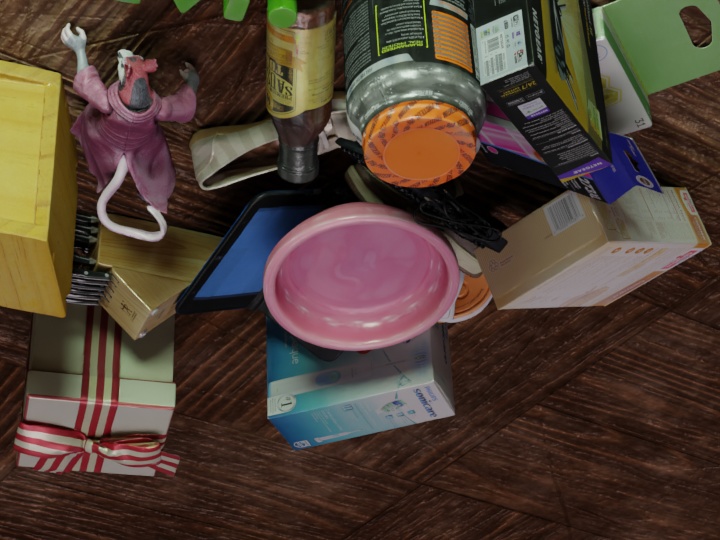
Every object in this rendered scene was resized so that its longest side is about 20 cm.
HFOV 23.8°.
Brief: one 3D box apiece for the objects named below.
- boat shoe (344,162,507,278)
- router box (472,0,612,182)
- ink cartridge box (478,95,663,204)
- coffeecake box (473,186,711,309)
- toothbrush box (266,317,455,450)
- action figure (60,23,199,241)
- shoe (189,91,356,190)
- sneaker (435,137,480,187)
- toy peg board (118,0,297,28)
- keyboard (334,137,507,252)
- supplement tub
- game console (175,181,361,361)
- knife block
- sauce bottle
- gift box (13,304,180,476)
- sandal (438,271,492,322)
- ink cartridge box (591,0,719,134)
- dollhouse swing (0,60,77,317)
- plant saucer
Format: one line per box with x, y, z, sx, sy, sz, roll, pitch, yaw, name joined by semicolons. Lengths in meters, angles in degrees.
0.073;-0.071;1.776;0.202;0.075;0.075;31;108;-35;boat shoe
0.153;-0.200;1.467;0.052;0.200;0.157;-20;143;24;router box
0.189;-0.115;1.638;0.200;0.037;0.095;20;161;39;ink cartridge box
0.244;-0.024;1.776;0.153;0.073;0.200;-34;158;36;coffeecake box
-0.001;0.105;1.941;0.200;0.147;0.085;-13;144;15;toothbrush box
-0.225;-0.137;1.591;0.134;0.149;0.200;10;157;-8;action figure
-0.074;-0.124;1.687;0.200;0.053;0.070;-13;143;16;shoe
0.055;-0.149;1.652;0.073;0.112;0.200;-38;171;-2;sneaker
-0.111;-0.296;1.402;0.200;0.098;0.199;7;144;-14;toy peg board
0.060;-0.061;1.661;0.200;0.040;0.104;32;172;-37;keyboard
0.046;-0.180;1.490;0.122;0.200;0.123;-1;145;-1;supplement tub
-0.066;0.012;1.795;0.171;0.118;0.200;39;127;0;game console
-0.257;-0.023;1.828;0.200;0.176;0.064;-36;168;-39;knife block
-0.056;-0.170;1.578;0.066;0.066;0.200;0;129;-3;sauce bottle
-0.293;0.139;1.933;0.184;0.187;0.200;3;144;-8;gift box
0.049;0.013;1.861;0.206;0.079;0.059;4;175;-7;sandal
0.252;-0.194;1.619;0.200;0.048;0.146;-15;143;21;ink cartridge box
-0.367;-0.077;1.605;0.175;0.200;0.182;-2;145;-2;dollhouse swing
0.000;0.000;1.740;0.200;0.051;0.201;-3;137;-3;plant saucer
